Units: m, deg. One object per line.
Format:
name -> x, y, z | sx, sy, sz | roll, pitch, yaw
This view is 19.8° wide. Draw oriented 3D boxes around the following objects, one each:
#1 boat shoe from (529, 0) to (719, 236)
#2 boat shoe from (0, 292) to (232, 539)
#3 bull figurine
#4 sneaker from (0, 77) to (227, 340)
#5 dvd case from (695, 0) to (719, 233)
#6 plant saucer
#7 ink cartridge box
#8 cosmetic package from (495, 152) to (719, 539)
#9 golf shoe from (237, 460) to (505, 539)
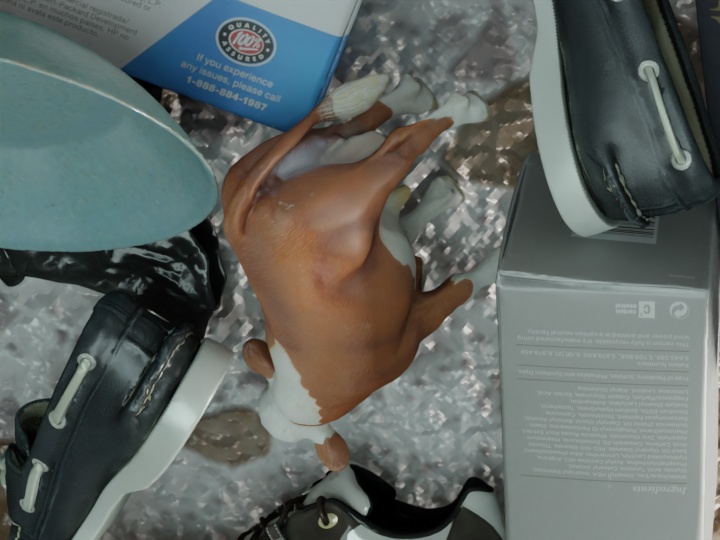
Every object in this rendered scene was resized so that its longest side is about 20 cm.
boat shoe -> 0.090, -0.116, 0.755 | 0.060, 0.075, 0.202 | -13, 88, 24
boat shoe -> -0.118, 0.074, 0.873 | 0.060, 0.076, 0.200 | 34, 133, -5
bull figurine -> 0.000, 0.000, 0.820 | 0.121, 0.200, 0.065 | -40, 65, -13
sneaker -> -0.152, -0.039, 0.864 | 0.198, 0.060, 0.105 | 8, 110, 3
dvd case -> 0.179, -0.047, 0.710 | 0.148, 0.016, 0.202 | 11, 115, 50
plant saucer -> -0.148, -0.058, 0.749 | 0.199, 0.201, 0.039 | 5, 71, 8
ink cartridge box -> -0.052, -0.173, 0.767 | 0.145, 0.086, 0.201 | 19, 114, -9
cosmetic package -> 0.101, 0.065, 0.828 | 0.089, 0.107, 0.202 | 4, 119, 9
golf shoe -> -0.028, 0.127, 0.913 | 0.198, 0.078, 0.095 | 0, 103, 2
